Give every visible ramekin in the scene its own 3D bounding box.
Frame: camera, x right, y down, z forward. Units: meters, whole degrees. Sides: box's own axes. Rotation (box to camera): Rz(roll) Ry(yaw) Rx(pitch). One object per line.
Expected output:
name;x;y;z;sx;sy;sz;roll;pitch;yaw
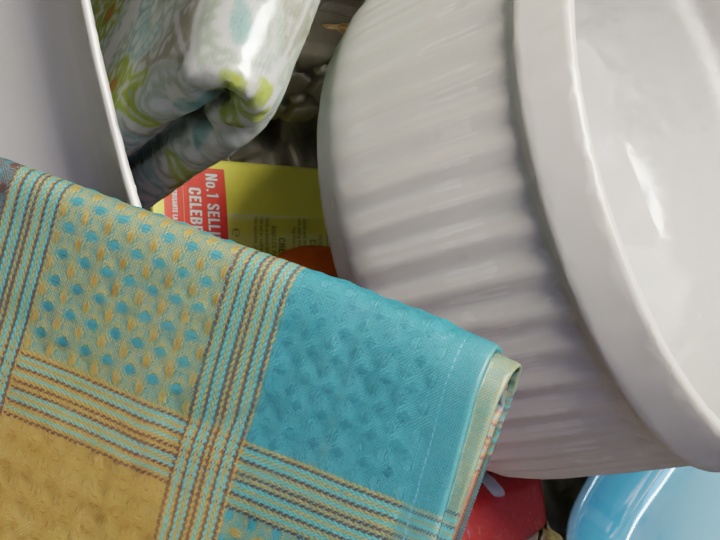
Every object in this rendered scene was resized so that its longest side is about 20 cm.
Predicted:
ramekin;0.070;-0.024;0.747;0.200;0.105;0.201;35;48;-50

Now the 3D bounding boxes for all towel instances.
towel;-0.055;-0.102;0.769;0.048;0.200;0.172;26;64;-21
towel;-0.062;0.059;0.664;0.022;0.199;0.148;8;102;-67

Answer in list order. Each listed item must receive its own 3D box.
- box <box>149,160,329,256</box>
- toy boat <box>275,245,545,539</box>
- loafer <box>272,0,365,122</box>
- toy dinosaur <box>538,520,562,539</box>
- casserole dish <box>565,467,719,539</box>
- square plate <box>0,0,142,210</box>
box;0.000;0.000;0.871;0.199;0.050;0.076;4;78;-29
toy boat;-0.019;0.057;0.763;0.200;0.130;0.132;-9;102;-63
loafer;-0.001;-0.125;0.812;0.070;0.200;0.070;11;61;-31
toy dinosaur;0.060;0.188;0.826;0.058;0.101;0.201;6;66;-63
casserole dish;0.167;0.074;0.854;0.200;0.121;0.039;-51;143;-15
square plate;-0.159;-0.024;0.728;0.028;0.199;0.199;-1;76;-69
